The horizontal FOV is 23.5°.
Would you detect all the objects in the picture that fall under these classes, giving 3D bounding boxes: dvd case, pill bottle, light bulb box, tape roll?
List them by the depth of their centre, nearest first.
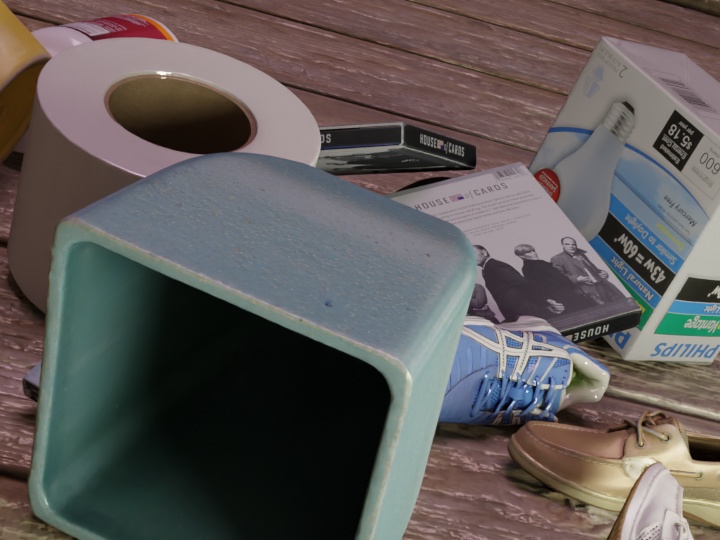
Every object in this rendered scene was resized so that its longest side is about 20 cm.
[{"bbox_3d":[-0.082,0.071,1.047,0.199,0.022,0.146,29,53,19],"label":"dvd case"},{"bbox_3d":[-0.140,-0.055,1.218,0.202,0.140,0.203,13,33,-9],"label":"tape roll"},{"bbox_3d":[0.113,-0.008,1.402,0.150,0.025,0.200,-14,44,-21],"label":"dvd case"},{"bbox_3d":[0.250,-0.058,1.462,0.124,0.201,0.198,5,32,-41],"label":"light bulb box"},{"bbox_3d":[-0.021,-0.102,1.490,0.199,0.025,0.150,0,-4,27],"label":"dvd case"},{"bbox_3d":[-0.241,-0.159,1.505,0.113,0.114,0.200,23,21,17],"label":"pill bottle"}]

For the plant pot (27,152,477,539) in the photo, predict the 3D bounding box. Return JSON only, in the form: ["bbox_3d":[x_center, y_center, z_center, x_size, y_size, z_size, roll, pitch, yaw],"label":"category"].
[{"bbox_3d":[-0.038,0.046,0.940,0.196,0.197,0.200,23,34,15],"label":"plant pot"}]

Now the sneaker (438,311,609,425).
[{"bbox_3d":[0.105,0.073,1.226,0.077,0.076,0.200,25,22,33],"label":"sneaker"}]

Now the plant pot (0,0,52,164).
[{"bbox_3d":[-0.350,-0.168,1.344,0.188,0.201,0.201,35,22,5],"label":"plant pot"}]

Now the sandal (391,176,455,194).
[{"bbox_3d":[0.081,-0.034,1.526,0.199,0.082,0.055,10,48,-45],"label":"sandal"}]

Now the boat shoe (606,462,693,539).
[{"bbox_3d":[0.171,0.183,1.009,0.069,0.071,0.200,22,29,10],"label":"boat shoe"}]

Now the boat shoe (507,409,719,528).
[{"bbox_3d":[0.198,0.125,1.181,0.199,0.065,0.071,12,20,-14],"label":"boat shoe"}]
